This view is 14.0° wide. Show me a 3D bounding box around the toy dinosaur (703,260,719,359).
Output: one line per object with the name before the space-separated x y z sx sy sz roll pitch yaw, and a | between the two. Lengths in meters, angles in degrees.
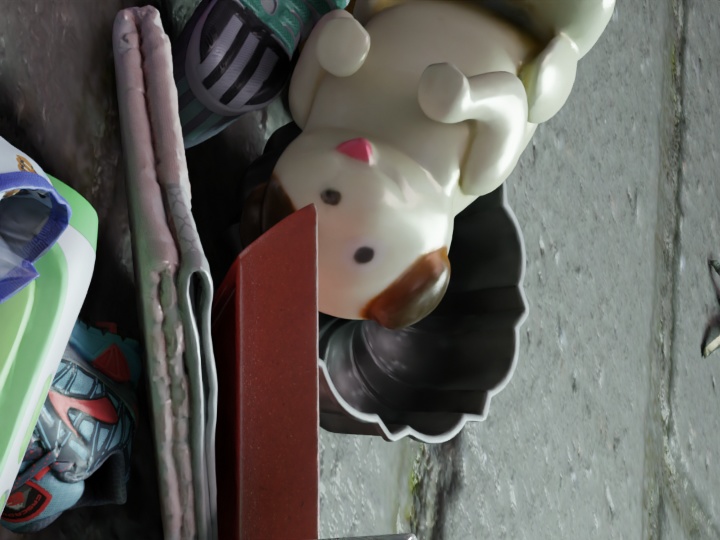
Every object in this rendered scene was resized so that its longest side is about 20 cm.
toy dinosaur | 0.337 0.034 2.535 0.200 0.047 0.089 6 80 -64

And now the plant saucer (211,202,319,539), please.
plant saucer | -0.055 0.089 1.416 0.200 0.036 0.201 127 -35 -70

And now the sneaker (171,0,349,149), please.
sneaker | -0.069 -0.131 1.564 0.074 0.087 0.200 46 34 -10

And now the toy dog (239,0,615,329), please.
toy dog | 0.016 -0.068 1.510 0.200 0.139 0.194 -58 174 -33

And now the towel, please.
towel | -0.089 0.010 1.362 0.191 0.032 0.201 -102 -171 -48

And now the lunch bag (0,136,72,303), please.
lunch bag | -0.209 -0.043 1.039 0.170 0.124 0.200 43 25 7

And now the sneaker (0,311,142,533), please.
sneaker | -0.146 0.065 1.274 0.200 0.079 0.096 20 63 -65

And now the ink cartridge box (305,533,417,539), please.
ink cartridge box | -0.043 0.194 1.284 0.145 0.199 0.085 58 37 -41

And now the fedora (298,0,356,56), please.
fedora | 0.015 -0.122 1.751 0.201 0.081 0.202 -20 90 -79

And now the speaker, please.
speaker | -0.170 0.057 1.138 0.088 0.088 0.201 46 58 -53

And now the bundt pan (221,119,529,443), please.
bundt pan | 0.000 0.000 1.617 0.201 0.076 0.203 12 73 -45
